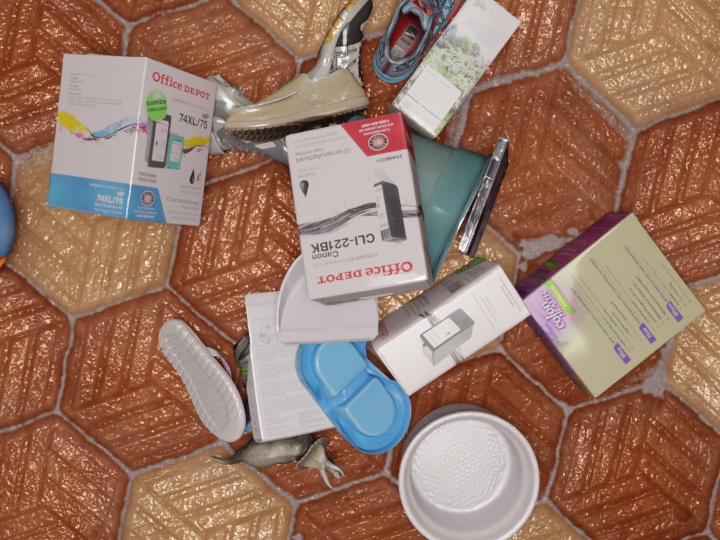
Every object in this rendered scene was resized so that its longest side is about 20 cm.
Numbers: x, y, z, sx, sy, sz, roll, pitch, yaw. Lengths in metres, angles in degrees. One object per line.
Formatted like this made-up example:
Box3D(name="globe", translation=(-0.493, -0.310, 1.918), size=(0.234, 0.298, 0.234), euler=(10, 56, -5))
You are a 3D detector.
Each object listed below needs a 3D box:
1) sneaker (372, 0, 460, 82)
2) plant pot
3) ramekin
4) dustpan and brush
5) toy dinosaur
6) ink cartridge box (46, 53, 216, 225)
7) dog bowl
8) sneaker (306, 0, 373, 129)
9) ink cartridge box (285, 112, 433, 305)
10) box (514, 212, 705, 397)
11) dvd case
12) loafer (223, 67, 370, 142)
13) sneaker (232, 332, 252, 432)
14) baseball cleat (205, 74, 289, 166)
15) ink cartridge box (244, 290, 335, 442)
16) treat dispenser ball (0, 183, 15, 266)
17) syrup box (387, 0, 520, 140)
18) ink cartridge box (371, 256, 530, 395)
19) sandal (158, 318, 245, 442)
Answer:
Box3D(name="sneaker", translation=(0.089, -0.357, 0.997), size=(0.079, 0.096, 0.201), euler=(27, 93, -3))
Box3D(name="plant pot", translation=(0.051, -0.106, 0.975), size=(0.195, 0.200, 0.201), euler=(26, 93, 5))
Box3D(name="ramekin", translation=(0.152, 0.292, 1.046), size=(0.199, 0.098, 0.202), euler=(0, 95, -1))
Box3D(name="dustpan and brush", translation=(-0.040, -0.006, 0.931), size=(0.139, 0.057, 0.201), euler=(-2, 116, -13))
Box3D(name="toy dinosaur", translation=(-0.122, 0.255, 1.036), size=(0.199, 0.102, 0.077), euler=(4, 94, -2))
Box3D(name="ink cartridge box", translation=(-0.303, -0.172, 0.956), size=(0.145, 0.147, 0.201), euler=(10, 95, 26))
Box3D(name="dog bowl", translation=(-0.015, 0.162, 0.994), size=(0.111, 0.050, 0.200), euler=(-41, 101, -26))
Box3D(name="sneaker", translation=(-0.023, -0.291, 1.018), size=(0.087, 0.076, 0.201), euler=(27, 102, -10))
Box3D(name="ink cartridge box", translation=(0.000, -0.068, 0.852), size=(0.143, 0.084, 0.201), euler=(-10, 84, 10))
Box3D(name="box", translation=(0.349, 0.046, 1.032), size=(0.200, 0.097, 0.176), euler=(-39, 94, 1))
Box3D(name="dvd case", translation=(0.170, -0.090, 0.967), size=(0.016, 0.200, 0.149), euler=(20, 93, 11))
Box3D(name="loafer", translation=(-0.089, -0.223, 0.958), size=(0.199, 0.076, 0.069), euler=(-15, 88, -13))
Box3D(name="sneaker", translation=(-0.149, 0.138, 1.050), size=(0.082, 0.071, 0.201), euler=(12, 94, 14))
Box3D(name="baseball cleat", translation=(-0.159, -0.188, 1.029), size=(0.200, 0.070, 0.107), euler=(42, 106, 1))
Box3D(name="ink cartridge box", translation=(-0.083, 0.130, 1.017), size=(0.162, 0.057, 0.201), euler=(-5, 80, -27))
Box3D(name="treat dispenser ball", translation=(-0.572, -0.062, 0.954), size=(0.200, 0.201, 0.202), euler=(0, 94, -1))
Box3D(name="syrup box", translation=(0.129, -0.287, 1.010), size=(0.079, 0.081, 0.200), euler=(36, 92, -5))
Box3D(name="ink cartridge box", translation=(0.118, 0.073, 1.004), size=(0.200, 0.146, 0.084), euler=(-34, 96, 2))
Box3D(name="sandal", translation=(-0.220, 0.152, 1.042), size=(0.082, 0.050, 0.203), euler=(-40, 77, 29))
